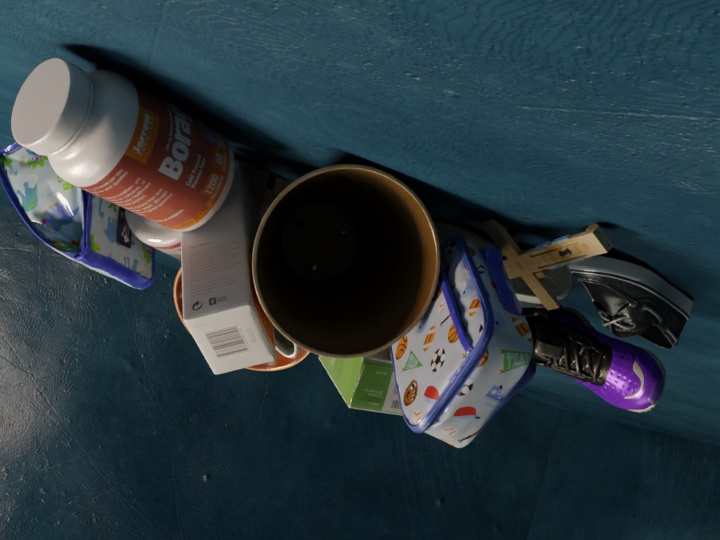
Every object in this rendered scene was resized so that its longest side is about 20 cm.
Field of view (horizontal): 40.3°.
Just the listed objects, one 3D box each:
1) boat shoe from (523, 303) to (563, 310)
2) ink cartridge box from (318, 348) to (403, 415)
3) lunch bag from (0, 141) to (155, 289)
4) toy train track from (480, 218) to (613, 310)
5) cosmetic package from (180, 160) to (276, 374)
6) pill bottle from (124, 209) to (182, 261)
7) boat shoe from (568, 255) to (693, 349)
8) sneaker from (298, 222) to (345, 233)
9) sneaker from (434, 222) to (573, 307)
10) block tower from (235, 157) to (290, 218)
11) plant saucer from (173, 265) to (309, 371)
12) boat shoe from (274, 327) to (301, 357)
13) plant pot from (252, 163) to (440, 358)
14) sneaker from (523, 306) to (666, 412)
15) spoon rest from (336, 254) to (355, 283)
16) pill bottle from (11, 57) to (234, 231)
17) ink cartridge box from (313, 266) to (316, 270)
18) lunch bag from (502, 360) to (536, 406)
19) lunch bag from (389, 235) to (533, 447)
[{"bbox_3d":[0.177,0.017,1.189,0.199,0.074,0.065,33,138,-31],"label":"boat shoe"},{"bbox_3d":[0.015,0.100,1.139,0.103,0.060,0.200,11,-167,-20],"label":"ink cartridge box"},{"bbox_3d":[-0.350,-0.076,1.260,0.201,0.127,0.170,60,-171,21],"label":"lunch bag"},{"bbox_3d":[0.188,-0.020,0.970,0.115,0.032,0.200,51,159,-7],"label":"toy train track"},{"bbox_3d":[-0.140,-0.006,1.031,0.070,0.201,0.102,-14,141,3],"label":"cosmetic package"},{"bbox_3d":[-0.216,-0.066,1.302,0.115,0.117,0.200,15,173,20],"label":"pill bottle"},{"bbox_3d":[0.282,0.036,1.034,0.071,0.069,0.199,10,170,46],"label":"boat shoe"},{"bbox_3d":[-0.052,-0.047,1.273,0.198,0.084,0.072,-7,146,7],"label":"sneaker"},{"bbox_3d":[0.137,0.003,1.109,0.198,0.076,0.085,17,168,8],"label":"sneaker"},{"bbox_3d":[-0.171,-0.109,1.119,0.199,0.058,0.054,21,172,-36],"label":"block tower"},{"bbox_3d":[-0.144,0.045,1.270,0.198,0.032,0.202,10,129,12],"label":"plant saucer"},{"bbox_3d":[-0.123,0.019,1.179,0.073,0.066,0.200,-25,115,32],"label":"boat shoe"},{"bbox_3d":[-0.029,-0.020,1.038,0.185,0.188,0.200,19,-177,-12],"label":"plant pot"},{"bbox_3d":[0.235,0.093,1.064,0.099,0.070,0.200,11,-167,-32],"label":"sneaker"},{"bbox_3d":[0.068,0.038,1.148,0.198,0.100,0.061,21,159,-4],"label":"spoon rest"},{"bbox_3d":[-0.223,-0.120,0.935,0.111,0.113,0.199,12,171,40],"label":"pill bottle"},{"bbox_3d":[0.000,0.000,1.235,0.094,0.037,0.200,21,144,-27],"label":"ink cartridge box"},{"bbox_3d":[0.120,0.100,1.262,0.131,0.201,0.136,2,139,-38],"label":"lunch bag"},{"bbox_3d":[0.095,0.061,0.971,0.075,0.161,0.201,21,-153,-19],"label":"lunch bag"}]
